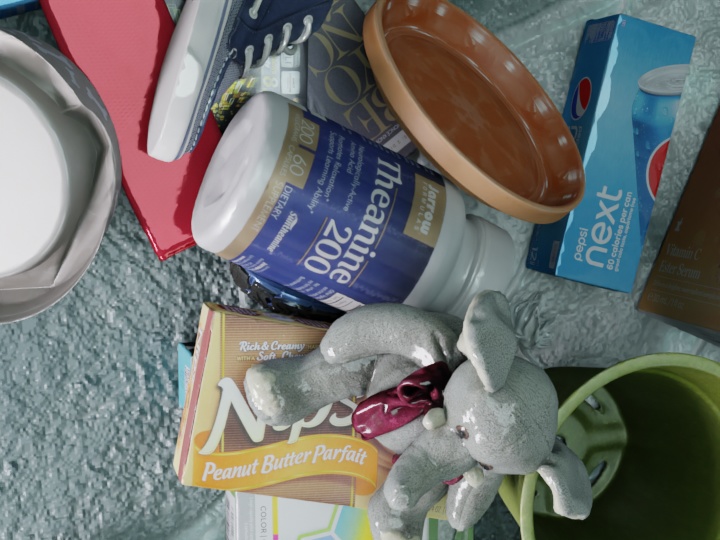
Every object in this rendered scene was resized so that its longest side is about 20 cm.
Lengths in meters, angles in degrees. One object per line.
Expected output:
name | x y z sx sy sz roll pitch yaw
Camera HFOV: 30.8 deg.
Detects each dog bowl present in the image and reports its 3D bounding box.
dog bowl | -0.248 -0.068 0.854 0.199 0.059 0.201 4 109 11

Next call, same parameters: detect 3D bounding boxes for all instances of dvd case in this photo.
dvd case | -0.052 -0.140 0.956 0.149 0.016 0.200 -39 103 -8

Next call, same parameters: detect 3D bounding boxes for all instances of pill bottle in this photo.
pill bottle | -0.001 -0.029 0.865 0.199 0.111 0.111 24 89 -21

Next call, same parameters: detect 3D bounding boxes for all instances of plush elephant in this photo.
plush elephant | 0.055 0.090 0.781 0.200 0.155 0.165 -34 103 -2

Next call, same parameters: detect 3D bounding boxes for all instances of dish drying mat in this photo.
dish drying mat | -0.143 -0.112 0.874 0.077 0.018 0.201 -25 103 -10

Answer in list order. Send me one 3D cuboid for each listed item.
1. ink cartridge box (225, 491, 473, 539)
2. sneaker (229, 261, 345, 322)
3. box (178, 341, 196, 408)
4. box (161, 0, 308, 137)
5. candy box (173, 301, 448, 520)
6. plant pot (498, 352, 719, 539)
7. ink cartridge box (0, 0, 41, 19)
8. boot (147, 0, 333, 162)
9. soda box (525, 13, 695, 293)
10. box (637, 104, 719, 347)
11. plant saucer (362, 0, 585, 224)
ink cartridge box | 0.000 0.200 0.979 0.199 0.059 0.104 -1 95 -14
sneaker | 0.000 0.000 0.962 0.199 0.075 0.079 6 82 -21
box | -0.029 0.076 0.949 0.199 0.082 0.049 -1 95 -14
box | -0.117 -0.192 0.902 0.160 0.049 0.201 0 97 -16
candy box | -0.017 0.096 0.882 0.199 0.055 0.116 11 92 -14
plant pot | 0.176 0.144 0.951 0.199 0.190 0.201 -2 96 -14
ink cartridge box | -0.315 -0.207 0.856 0.199 0.068 0.116 -18 100 -12
boot | -0.070 -0.156 0.850 0.090 0.073 0.201 19 84 -20
soda box | 0.190 -0.089 0.998 0.068 0.064 0.201 13 93 -15
box | 0.321 -0.034 0.990 0.106 0.152 0.201 22 89 -14
plant saucer | 0.078 -0.114 0.917 0.200 0.201 0.032 41 122 -14
